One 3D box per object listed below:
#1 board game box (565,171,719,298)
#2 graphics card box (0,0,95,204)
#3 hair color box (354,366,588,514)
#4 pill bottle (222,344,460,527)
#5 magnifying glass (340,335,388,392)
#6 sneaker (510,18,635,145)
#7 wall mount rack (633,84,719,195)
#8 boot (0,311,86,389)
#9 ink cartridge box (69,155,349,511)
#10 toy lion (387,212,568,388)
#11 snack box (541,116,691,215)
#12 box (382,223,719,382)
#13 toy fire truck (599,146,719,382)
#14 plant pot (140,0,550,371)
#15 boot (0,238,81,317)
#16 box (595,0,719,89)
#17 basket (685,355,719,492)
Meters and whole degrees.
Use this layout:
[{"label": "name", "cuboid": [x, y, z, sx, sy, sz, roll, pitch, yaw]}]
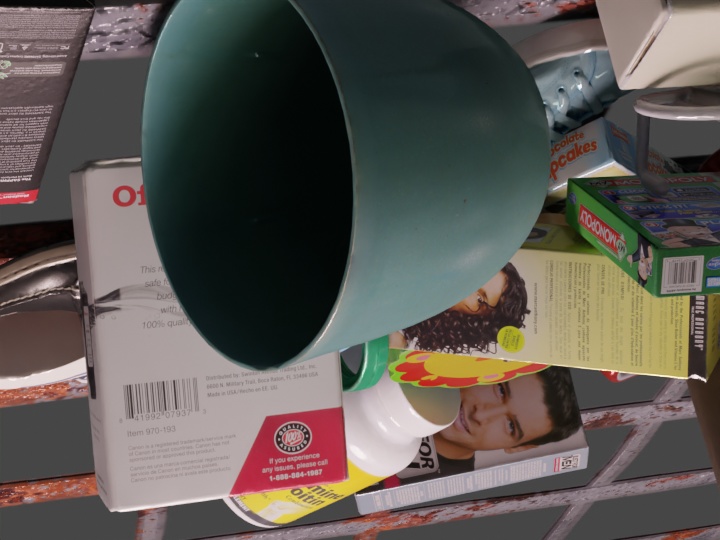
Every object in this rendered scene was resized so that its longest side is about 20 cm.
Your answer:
[{"label": "board game box", "cuboid": [0.229, -0.025, 0.988, 0.197, 0.029, 0.135, -3, -162, -13]}, {"label": "graphics card box", "cuboid": [-0.214, -0.099, 0.908, 0.124, 0.051, 0.200, -2, 156, -20]}, {"label": "hair color box", "cuboid": [0.085, 0.132, 1.500, 0.198, 0.100, 0.061, -12, 156, -1]}, {"label": "pill bottle", "cuboid": [-0.021, 0.121, 1.409, 0.199, 0.113, 0.111, -29, 151, 34]}, {"label": "magnifying glass", "cuboid": [-0.031, 0.049, 1.137, 0.022, 0.080, 0.200, -11, 170, -24]}, {"label": "sneaker", "cuboid": [0.092, -0.080, 1.050, 0.198, 0.083, 0.074, -20, 157, 21]}, {"label": "wall mount rack", "cuboid": [0.247, -0.062, 0.951, 0.198, 0.075, 0.173, -10, -161, -29]}, {"label": "boot", "cuboid": [-0.195, 0.057, 1.233, 0.198, 0.073, 0.091, -8, 151, -10]}, {"label": "ink cartridge box", "cuboid": [-0.091, 0.030, 1.059, 0.143, 0.203, 0.083, -5, -177, -15]}, {"label": "toy lion", "cuboid": [0.094, 0.037, 1.244, 0.190, 0.069, 0.199, -18, 158, 25]}, {"label": "snack box", "cuboid": [0.169, -0.040, 1.233, 0.115, 0.037, 0.199, -25, 153, 28]}, {"label": "box", "cuboid": [0.111, 0.014, 1.042, 0.198, 0.076, 0.050, 4, -161, 21]}, {"label": "toy fire truck", "cuboid": [0.238, -0.021, 1.129, 0.167, 0.112, 0.201, -19, 145, -35]}, {"label": "plant pot", "cuboid": [0.002, -0.060, 0.932, 0.160, 0.202, 0.200, -9, 159, -36]}, {"label": "boot", "cuboid": [-0.141, 0.050, 1.139, 0.198, 0.152, 0.073, -12, 178, -7]}, {"label": "box", "cuboid": [0.227, -0.157, 0.933, 0.198, 0.096, 0.078, -3, 156, -15]}, {"label": "basket", "cuboid": [0.268, 0.096, 1.050, 0.179, 0.201, 0.136, 22, 126, -37]}]
